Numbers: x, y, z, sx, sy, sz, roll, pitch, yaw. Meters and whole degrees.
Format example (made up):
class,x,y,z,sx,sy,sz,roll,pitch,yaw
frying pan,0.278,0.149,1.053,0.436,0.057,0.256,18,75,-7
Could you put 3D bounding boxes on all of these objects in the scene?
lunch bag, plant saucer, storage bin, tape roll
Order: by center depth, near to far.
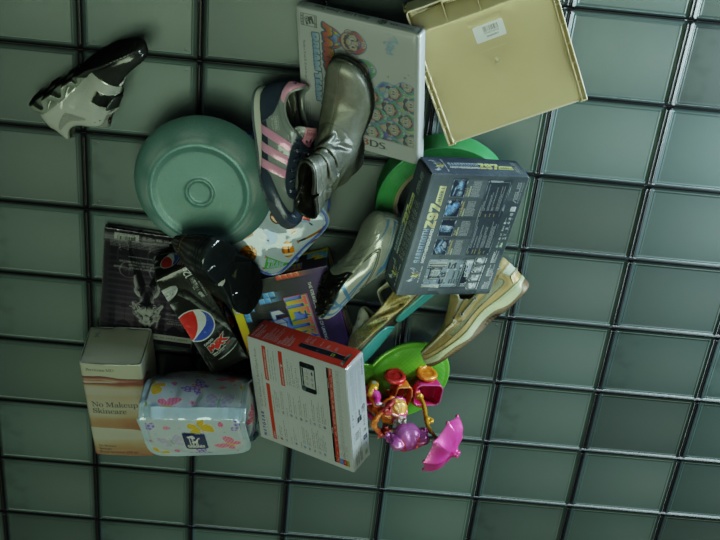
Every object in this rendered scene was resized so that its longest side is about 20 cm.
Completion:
class,x,y,z,sx,sy,sz,roll,pitch,yaw
storage bin,0.177,-0.295,1.555,0.198,0.094,0.200,-17,119,12
plant saucer,-0.221,-0.114,1.629,0.198,0.036,0.202,2,118,4
lunch bag,-0.142,-0.097,1.697,0.199,0.076,0.160,37,113,-19
tape roll,0.120,-0.098,1.704,0.198,0.048,0.202,1,122,1
lunch bag,-0.247,0.220,1.810,0.168,0.200,0.129,0,87,-1

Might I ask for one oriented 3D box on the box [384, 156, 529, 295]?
class,x,y,z,sx,sy,sz,roll,pitch,yaw
box,0.133,-0.059,1.641,0.156,0.051,0.202,-2,124,-25

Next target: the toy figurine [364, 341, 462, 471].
class,x,y,z,sx,sy,sz,roll,pitch,yaw
toy figurine,0.075,0.224,1.792,0.198,0.185,0.151,-1,124,-21

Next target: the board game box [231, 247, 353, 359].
class,x,y,z,sx,sy,sz,roll,pitch,yaw
board game box,-0.103,0.077,1.813,0.164,0.057,0.201,-11,121,10

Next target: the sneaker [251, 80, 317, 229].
class,x,y,z,sx,sy,sz,roll,pitch,yaw
sneaker,-0.094,-0.160,1.598,0.081,0.070,0.202,-9,92,31

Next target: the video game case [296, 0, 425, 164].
class,x,y,z,sx,sy,sz,roll,pitch,yaw
video game case,0.001,-0.250,1.569,0.180,0.024,0.201,18,134,21

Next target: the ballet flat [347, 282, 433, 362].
class,x,y,z,sx,sy,sz,roll,pitch,yaw
ballet flat,0.036,0.065,1.787,0.071,0.071,0.200,41,102,-21

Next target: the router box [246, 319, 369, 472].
class,x,y,z,sx,sy,sz,roll,pitch,yaw
router box,-0.077,0.189,1.773,0.178,0.049,0.202,17,128,28

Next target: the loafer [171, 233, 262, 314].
class,x,y,z,sx,sy,sz,roll,pitch,yaw
loafer,-0.200,-0.001,1.675,0.072,0.073,0.200,22,160,27

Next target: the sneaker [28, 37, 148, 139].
class,x,y,z,sx,sy,sz,roll,pitch,yaw
sneaker,-0.354,-0.247,1.612,0.199,0.074,0.089,-25,119,27

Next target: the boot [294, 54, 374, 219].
class,x,y,z,sx,sy,sz,roll,pitch,yaw
boot,-0.040,-0.171,1.551,0.067,0.131,0.201,19,135,18

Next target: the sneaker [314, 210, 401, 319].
class,x,y,z,sx,sy,sz,roll,pitch,yaw
sneaker,0.000,0.000,1.699,0.072,0.072,0.200,21,121,-29

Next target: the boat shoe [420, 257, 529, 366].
class,x,y,z,sx,sy,sz,roll,pitch,yaw
boat shoe,0.159,0.059,1.785,0.200,0.072,0.076,-42,97,1

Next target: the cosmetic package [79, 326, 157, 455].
class,x,y,z,sx,sy,sz,roll,pitch,yaw
cosmetic package,-0.377,0.194,1.861,0.102,0.088,0.202,1,127,3

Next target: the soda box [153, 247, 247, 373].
class,x,y,z,sx,sy,sz,roll,pitch,yaw
soda box,-0.242,0.057,1.779,0.063,0.071,0.201,-24,125,3

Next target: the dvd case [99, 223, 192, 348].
class,x,y,z,sx,sy,sz,roll,pitch,yaw
dvd case,-0.325,0.027,1.810,0.147,0.016,0.202,8,121,-5
